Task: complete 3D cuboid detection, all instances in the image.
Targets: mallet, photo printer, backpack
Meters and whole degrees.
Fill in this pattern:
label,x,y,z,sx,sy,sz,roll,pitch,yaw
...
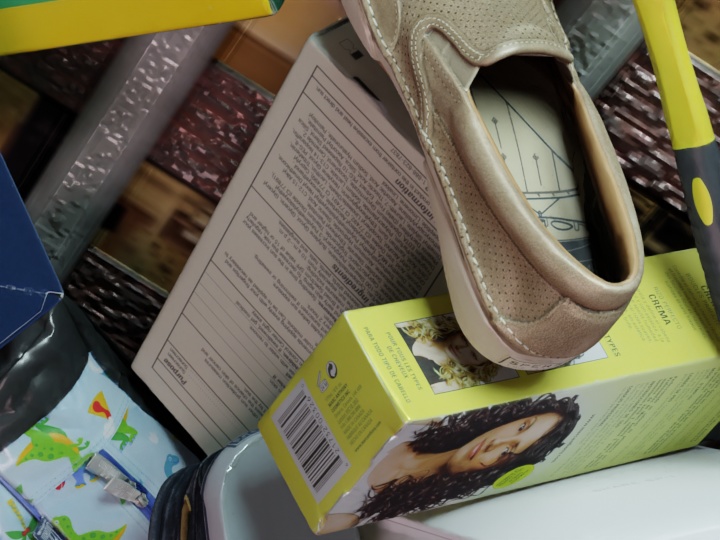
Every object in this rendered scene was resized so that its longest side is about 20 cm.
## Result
label,x,y,z,sx,sy,sz,roll,pitch,yaw
mallet,0.122,-0.053,1.008,0.066,0.041,0.200,-17,105,28
photo printer,0.089,0.109,1.085,0.200,0.166,0.070,9,105,62
backpack,-0.117,0.103,1.218,0.200,0.154,0.163,35,162,-30

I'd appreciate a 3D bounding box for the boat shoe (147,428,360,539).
label,x,y,z,sx,sy,sz,roll,pitch,yaw
boat shoe,-0.028,0.161,1.084,0.071,0.200,0.091,-5,171,-24

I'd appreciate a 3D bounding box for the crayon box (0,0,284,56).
label,x,y,z,sx,sy,sz,roll,pitch,yaw
crayon box,-0.131,-0.174,1.029,0.172,0.058,0.200,-5,127,28

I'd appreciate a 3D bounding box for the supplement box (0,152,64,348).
label,x,y,z,sx,sy,sz,roll,pitch,yaw
supplement box,-0.247,-0.054,1.078,0.200,0.134,0.200,23,143,45

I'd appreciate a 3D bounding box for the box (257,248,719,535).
label,x,y,z,sx,sy,sz,roll,pitch,yaw
box,0.065,0.039,1.047,0.050,0.200,0.075,60,138,23

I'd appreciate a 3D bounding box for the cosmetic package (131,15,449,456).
label,x,y,z,sx,sy,sz,roll,pitch,yaw
cosmetic package,0.000,0.000,1.096,0.104,0.073,0.200,47,138,14

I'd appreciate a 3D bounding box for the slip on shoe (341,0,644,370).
label,x,y,z,sx,sy,sz,roll,pitch,yaw
slip on shoe,0.044,-0.068,0.976,0.076,0.200,0.061,-5,162,-28
